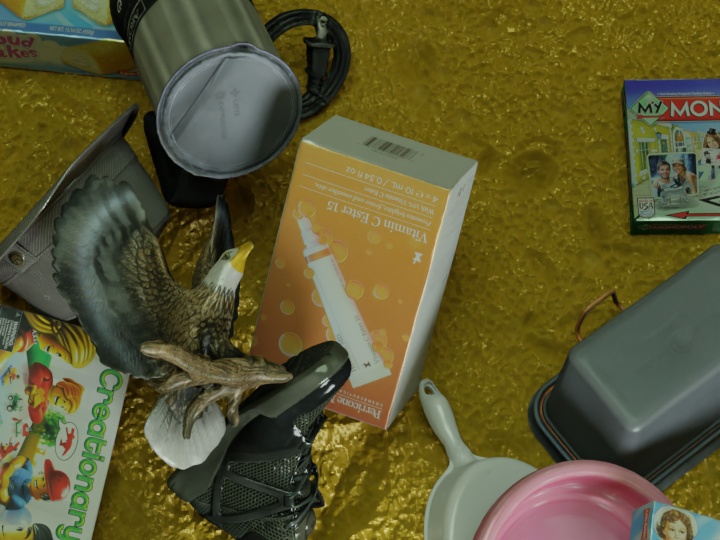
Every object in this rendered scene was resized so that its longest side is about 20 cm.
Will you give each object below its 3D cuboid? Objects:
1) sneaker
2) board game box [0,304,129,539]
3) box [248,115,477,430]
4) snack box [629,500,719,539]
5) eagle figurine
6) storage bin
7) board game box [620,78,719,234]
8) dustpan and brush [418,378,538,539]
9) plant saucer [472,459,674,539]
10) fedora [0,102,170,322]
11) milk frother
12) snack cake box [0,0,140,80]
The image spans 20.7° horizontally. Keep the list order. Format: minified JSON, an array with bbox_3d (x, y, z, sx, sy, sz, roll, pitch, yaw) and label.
[{"bbox_3d":[-0.050,0.139,1.491,0.114,0.199,0.076,43,30,-3],"label":"sneaker"},{"bbox_3d":[-0.257,0.136,1.539,0.125,0.035,0.202,16,67,-13],"label":"board game box"},{"bbox_3d":[0.000,0.000,1.525,0.123,0.097,0.202,18,110,11],"label":"box"},{"bbox_3d":[0.288,0.253,1.458,0.198,0.037,0.117,17,65,-17],"label":"snack box"},{"bbox_3d":[-0.129,0.027,1.459,0.150,0.152,0.200,-31,42,-10],"label":"eagle figurine"},{"bbox_3d":[0.232,0.067,1.531,0.199,0.135,0.146,-34,69,-14],"label":"storage bin"},{"bbox_3d":[0.323,-0.097,1.661,0.198,0.029,0.136,-1,66,0],"label":"board game box"},{"bbox_3d":[0.094,0.170,1.532,0.138,0.057,0.202,-17,76,-23],"label":"dustpan and brush"},{"bbox_3d":[0.162,0.243,1.465,0.199,0.051,0.203,4,78,-22],"label":"plant saucer"},{"bbox_3d":[-0.217,-0.030,1.570,0.090,0.200,0.177,45,28,-6],"label":"fedora"},{"bbox_3d":[-0.084,-0.157,1.588,0.198,0.182,0.189,-12,40,-12],"label":"milk frother"},{"bbox_3d":[-0.256,-0.236,1.712,0.198,0.067,0.116,5,66,3],"label":"snack cake box"}]
